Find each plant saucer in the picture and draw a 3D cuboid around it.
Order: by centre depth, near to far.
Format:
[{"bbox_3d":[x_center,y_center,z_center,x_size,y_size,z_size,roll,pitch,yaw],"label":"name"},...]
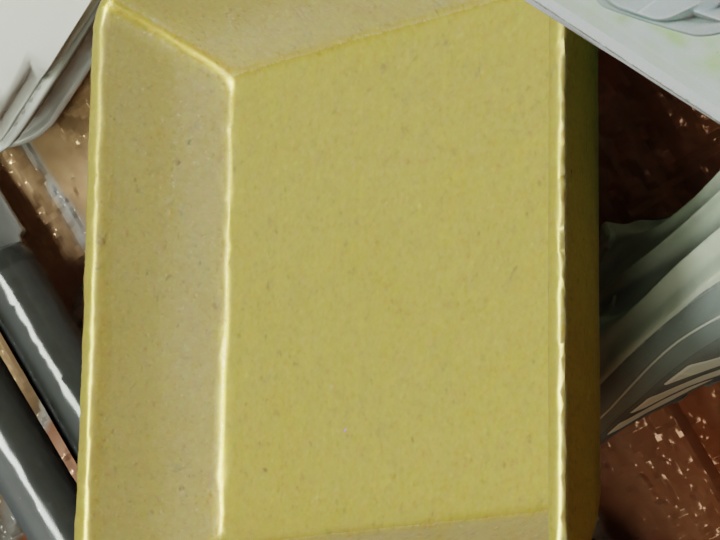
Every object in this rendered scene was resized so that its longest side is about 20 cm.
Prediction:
[{"bbox_3d":[0.000,0.000,0.825,0.200,0.048,0.201,-11,74,46],"label":"plant saucer"}]

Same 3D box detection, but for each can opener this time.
[{"bbox_3d":[-0.125,0.022,0.979,0.200,0.053,0.067,58,163,13],"label":"can opener"}]

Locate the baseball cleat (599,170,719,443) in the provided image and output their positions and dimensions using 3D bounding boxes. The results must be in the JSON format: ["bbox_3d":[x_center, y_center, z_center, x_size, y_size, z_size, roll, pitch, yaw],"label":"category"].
[{"bbox_3d":[0.116,0.014,0.802,0.106,0.070,0.200,27,148,-11],"label":"baseball cleat"}]

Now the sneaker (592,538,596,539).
[{"bbox_3d":[0.060,0.175,0.908,0.081,0.074,0.201,7,111,36],"label":"sneaker"}]

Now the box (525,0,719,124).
[{"bbox_3d":[0.096,-0.125,0.640,0.176,0.200,0.097,32,129,-9],"label":"box"}]

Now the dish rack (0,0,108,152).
[{"bbox_3d":[-0.158,-0.128,0.900,0.200,0.044,0.172,31,123,-10],"label":"dish rack"}]
